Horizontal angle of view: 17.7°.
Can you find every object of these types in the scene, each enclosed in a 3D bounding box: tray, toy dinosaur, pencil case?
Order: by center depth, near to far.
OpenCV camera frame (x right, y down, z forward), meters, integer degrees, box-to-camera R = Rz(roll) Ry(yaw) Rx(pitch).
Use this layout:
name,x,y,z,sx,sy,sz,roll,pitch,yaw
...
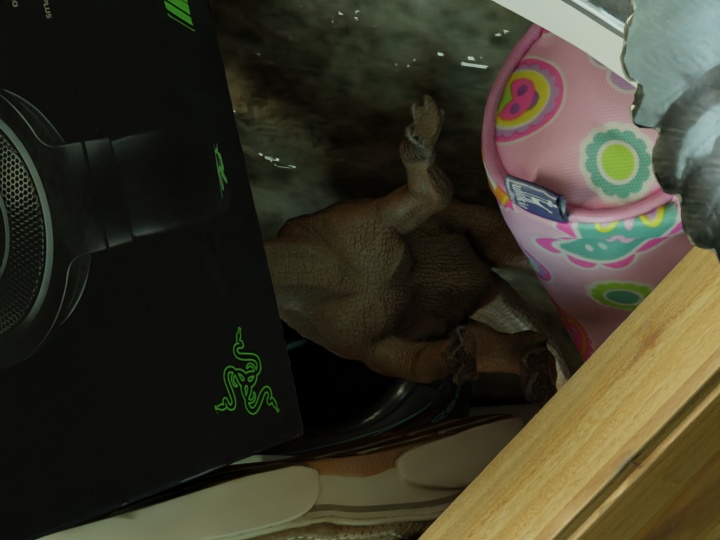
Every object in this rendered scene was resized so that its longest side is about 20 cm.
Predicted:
name,x,y,z,sx,sy,sz,roll,pitch,yaw
tray,0.089,0.061,0.686,0.200,0.037,0.098,-49,143,16
pencil case,0.102,-0.004,0.726,0.087,0.088,0.200,1,152,22
toy dinosaur,0.000,0.000,0.790,0.135,0.086,0.200,1,168,41

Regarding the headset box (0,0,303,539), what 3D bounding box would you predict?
name,x,y,z,sx,sy,sz,roll,pitch,yaw
headset box,-0.117,-0.012,0.631,0.092,0.175,0.200,-10,-177,37

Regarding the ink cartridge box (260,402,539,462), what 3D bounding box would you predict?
name,x,y,z,sx,sy,sz,roll,pitch,yaw
ink cartridge box,0.064,0.150,0.973,0.199,0.148,0.145,-6,149,30

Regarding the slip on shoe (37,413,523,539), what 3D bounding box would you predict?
name,x,y,z,sx,sy,sz,roll,pitch,yaw
slip on shoe,-0.025,0.087,0.699,0.199,0.061,0.076,-8,180,-44

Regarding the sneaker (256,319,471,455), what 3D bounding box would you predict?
name,x,y,z,sx,sy,sz,roll,pitch,yaw
sneaker,-0.058,0.035,0.872,0.199,0.076,0.079,-1,171,5

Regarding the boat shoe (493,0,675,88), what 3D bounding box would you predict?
name,x,y,z,sx,sy,sz,roll,pitch,yaw
boat shoe,0.097,-0.085,0.595,0.199,0.072,0.068,27,150,-16

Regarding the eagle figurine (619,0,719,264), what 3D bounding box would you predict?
name,x,y,z,sx,sy,sz,roll,pitch,yaw
eagle figurine,0.159,-0.071,0.517,0.151,0.151,0.200,36,165,-3
